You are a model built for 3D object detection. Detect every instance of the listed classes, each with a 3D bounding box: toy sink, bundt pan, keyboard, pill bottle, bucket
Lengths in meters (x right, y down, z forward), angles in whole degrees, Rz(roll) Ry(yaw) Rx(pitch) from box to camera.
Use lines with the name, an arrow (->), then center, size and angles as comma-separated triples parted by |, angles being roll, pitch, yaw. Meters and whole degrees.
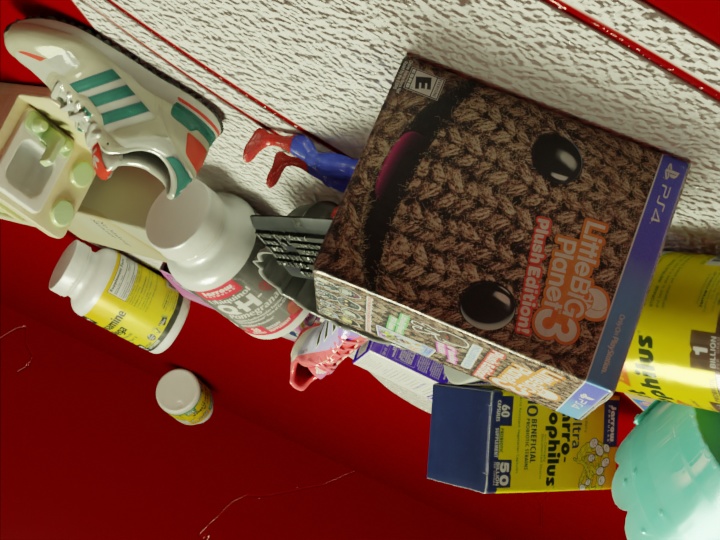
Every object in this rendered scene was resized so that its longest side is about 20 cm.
toy sink -> -0.362, -0.116, 1.128 | 0.198, 0.113, 0.130 | 12, 161, 36
bundt pan -> 0.000, 0.000, 1.039 | 0.200, 0.076, 0.202 | 23, 162, 8
keyboard -> -0.015, 0.002, 0.871 | 0.127, 0.021, 0.199 | 46, 163, -24
pill bottle -> -0.372, 0.038, 1.640 | 0.199, 0.114, 0.112 | 31, 163, -25
pill bottle -> -0.138, -0.014, 1.137 | 0.110, 0.112, 0.200 | 12, 161, 36
pill bottle -> -0.431, 0.322, 2.653 | 0.111, 0.114, 0.200 | 20, 163, 13
bucket -> 0.320, 0.162, 0.850 | 0.205, 0.208, 0.136 | 23, 139, 3
pill bottle -> 0.220, 0.040, 0.795 | 0.198, 0.110, 0.109 | 7, 158, 45

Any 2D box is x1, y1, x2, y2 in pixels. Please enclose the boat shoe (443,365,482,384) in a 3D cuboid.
boat shoe -> 0.165, 0.086, 1.121 | 0.063, 0.072, 0.199 | 7, 169, -27

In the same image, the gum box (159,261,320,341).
gum box -> -0.140, 0.023, 1.338 | 0.198, 0.067, 0.114 | 21, 165, 12

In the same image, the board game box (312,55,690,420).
board game box -> 0.088, -0.020, 0.700 | 0.198, 0.161, 0.097 | 21, 164, 6

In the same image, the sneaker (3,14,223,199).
sneaker -> -0.218, -0.133, 0.897 | 0.198, 0.094, 0.070 | 29, 164, -17

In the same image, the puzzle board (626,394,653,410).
puzzle board -> 0.351, 0.131, 1.079 | 0.198, 0.018, 0.150 | 9, 160, 44

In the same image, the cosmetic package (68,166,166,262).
cosmetic package -> -0.268, -0.070, 1.218 | 0.198, 0.074, 0.104 | 14, 162, 34

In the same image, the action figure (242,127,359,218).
action figure -> -0.013, -0.054, 0.863 | 0.198, 0.100, 0.065 | 10, 161, 33

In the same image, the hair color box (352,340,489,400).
hair color box -> 0.098, 0.124, 1.334 | 0.198, 0.065, 0.109 | 27, 164, -5

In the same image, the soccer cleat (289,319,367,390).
soccer cleat -> -0.029, 0.083, 1.209 | 0.066, 0.077, 0.200 | 25, 154, -16

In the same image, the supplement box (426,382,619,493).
supplement box -> 0.187, 0.189, 1.209 | 0.198, 0.111, 0.109 | 6, 176, -34
